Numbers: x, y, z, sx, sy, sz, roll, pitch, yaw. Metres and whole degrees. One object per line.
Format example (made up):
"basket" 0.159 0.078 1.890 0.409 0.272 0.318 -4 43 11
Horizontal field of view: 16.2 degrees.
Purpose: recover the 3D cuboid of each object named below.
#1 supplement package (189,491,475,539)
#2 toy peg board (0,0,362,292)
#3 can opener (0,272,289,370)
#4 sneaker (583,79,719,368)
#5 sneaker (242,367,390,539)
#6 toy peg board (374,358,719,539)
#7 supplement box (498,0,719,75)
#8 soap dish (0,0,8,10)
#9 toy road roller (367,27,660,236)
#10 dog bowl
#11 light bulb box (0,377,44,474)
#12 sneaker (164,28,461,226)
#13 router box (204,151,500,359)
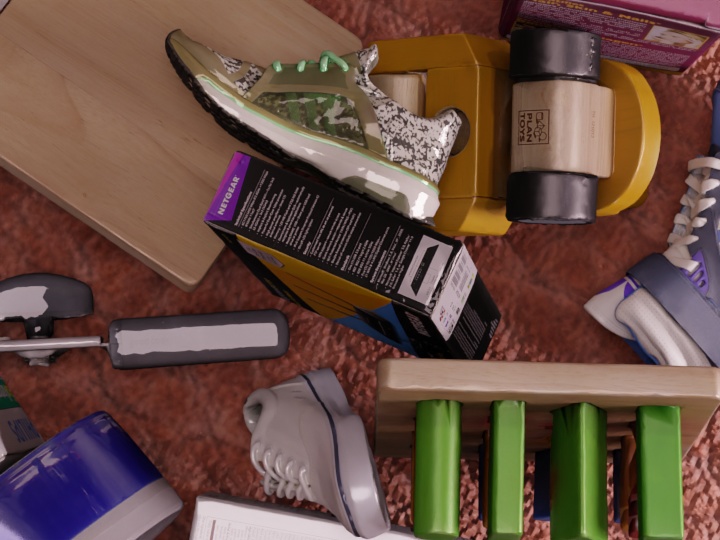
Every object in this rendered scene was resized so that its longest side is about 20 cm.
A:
"supplement package" -0.012 0.212 1.595 0.199 0.110 0.114 11 87 1
"toy peg board" -0.138 -0.110 1.633 0.200 0.098 0.200 34 72 1
"can opener" -0.146 0.030 1.632 0.199 0.053 0.067 -4 88 -2
"sneaker" 0.209 -0.017 1.622 0.146 0.081 0.201 -14 93 -6
"sneaker" -0.029 0.120 1.560 0.070 0.200 0.073 -18 107 -6
"toy peg board" 0.107 0.126 1.540 0.199 0.199 0.098 2 74 0
"supplement box" 0.161 -0.193 1.573 0.130 0.200 0.104 12 87 -1
"soap dish" -0.316 -0.170 1.596 0.157 0.081 0.200 36 88 40
"toy road roller" 0.101 -0.082 1.622 0.199 0.146 0.124 0 86 37
"dog bowl" -0.208 0.177 1.551 0.200 0.200 0.079 -39 85 -2
"light bulb box" -0.307 0.064 1.557 0.125 0.198 0.200 -34 89 -1
"sneaker" -0.025 -0.106 1.554 0.199 0.077 0.089 30 83 -5
"router box" 0.000 0.000 1.542 0.149 0.200 0.051 23 82 14
